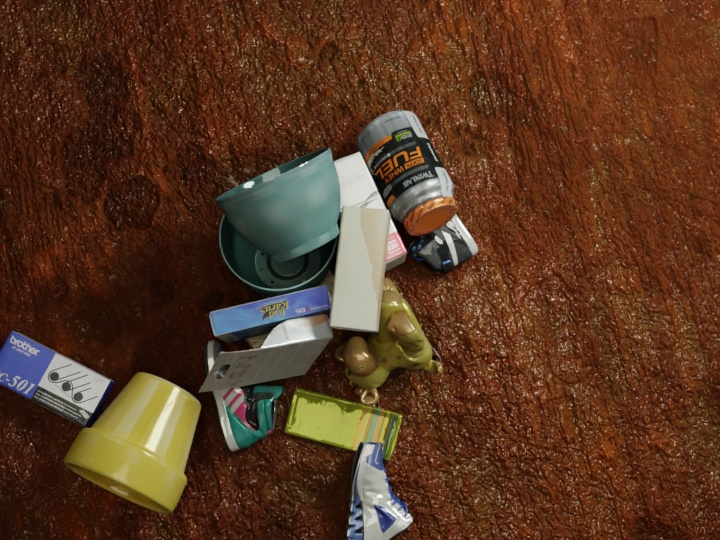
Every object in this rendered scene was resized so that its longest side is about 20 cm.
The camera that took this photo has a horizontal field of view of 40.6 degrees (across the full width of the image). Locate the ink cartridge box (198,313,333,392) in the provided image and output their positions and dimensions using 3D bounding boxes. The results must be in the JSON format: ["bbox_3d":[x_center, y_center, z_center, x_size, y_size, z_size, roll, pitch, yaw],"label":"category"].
[{"bbox_3d":[-0.164,0.140,1.628,0.200,0.162,0.050,-5,62,-26],"label":"ink cartridge box"}]

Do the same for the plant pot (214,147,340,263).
[{"bbox_3d":[-0.112,-0.095,1.554,0.200,0.200,0.134,-26,101,-5],"label":"plant pot"}]

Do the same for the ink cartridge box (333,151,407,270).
[{"bbox_3d":[0.005,-0.095,1.732,0.085,0.146,0.200,-27,84,-2],"label":"ink cartridge box"}]

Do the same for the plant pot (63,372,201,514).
[{"bbox_3d":[-0.370,0.287,1.659,0.200,0.201,0.189,24,66,2],"label":"plant pot"}]

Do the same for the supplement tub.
[{"bbox_3d":[0.084,-0.168,1.697,0.122,0.123,0.200,-25,69,-5],"label":"supplement tub"}]

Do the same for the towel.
[{"bbox_3d":[-0.031,0.275,1.747,0.200,0.018,0.086,14,81,1],"label":"towel"}]

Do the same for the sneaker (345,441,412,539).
[{"bbox_3d":[0.038,0.401,1.707,0.115,0.081,0.200,7,89,-4],"label":"sneaker"}]

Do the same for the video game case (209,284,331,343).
[{"bbox_3d":[-0.147,0.078,1.674,0.200,0.181,0.046,-13,83,-2],"label":"video game case"}]

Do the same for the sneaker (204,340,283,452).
[{"bbox_3d":[-0.198,0.209,1.716,0.121,0.084,0.200,-16,91,1],"label":"sneaker"}]

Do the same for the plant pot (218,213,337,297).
[{"bbox_3d":[-0.136,-0.040,1.707,0.200,0.161,0.201,0,74,1],"label":"plant pot"}]

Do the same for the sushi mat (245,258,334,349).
[{"bbox_3d":[-0.124,0.073,1.774,0.200,0.012,0.096,-35,85,-6],"label":"sushi mat"}]

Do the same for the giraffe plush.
[{"bbox_3d":[0.033,0.139,1.717,0.162,0.173,0.200,-32,119,5],"label":"giraffe plush"}]

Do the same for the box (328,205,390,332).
[{"bbox_3d":[0.000,0.000,1.604,0.078,0.095,0.200,6,87,4],"label":"box"}]

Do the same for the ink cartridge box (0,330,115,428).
[{"bbox_3d":[-0.550,0.194,1.730,0.200,0.044,0.094,26,81,2],"label":"ink cartridge box"}]

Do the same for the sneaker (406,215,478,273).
[{"bbox_3d":[0.116,-0.086,1.771,0.112,0.073,0.200,-34,86,-7],"label":"sneaker"}]
